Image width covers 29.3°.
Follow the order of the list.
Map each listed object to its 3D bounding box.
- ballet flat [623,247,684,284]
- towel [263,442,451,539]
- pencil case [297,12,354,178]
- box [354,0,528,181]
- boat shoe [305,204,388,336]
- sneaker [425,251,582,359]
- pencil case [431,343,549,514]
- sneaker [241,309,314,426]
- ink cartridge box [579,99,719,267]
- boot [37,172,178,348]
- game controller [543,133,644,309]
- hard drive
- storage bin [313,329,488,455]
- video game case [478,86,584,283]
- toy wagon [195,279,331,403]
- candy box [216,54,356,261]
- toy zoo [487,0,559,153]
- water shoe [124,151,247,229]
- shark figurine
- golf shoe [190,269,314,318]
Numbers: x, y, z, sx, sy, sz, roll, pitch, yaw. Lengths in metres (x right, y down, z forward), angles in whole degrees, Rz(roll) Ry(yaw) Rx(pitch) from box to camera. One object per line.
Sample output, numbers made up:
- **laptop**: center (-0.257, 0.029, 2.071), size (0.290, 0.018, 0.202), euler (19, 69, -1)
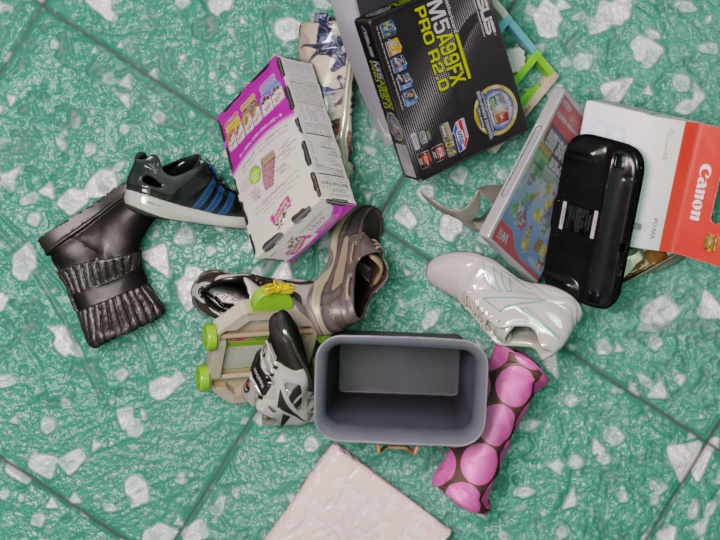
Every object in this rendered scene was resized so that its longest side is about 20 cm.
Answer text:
- **ballet flat**: center (0.352, -0.025, 1.687), size (0.199, 0.064, 0.068), euler (-30, 93, 0)
- **towel**: center (-0.014, 0.347, 1.706), size (0.190, 0.032, 0.201), euler (35, 91, -1)
- **pencil case**: center (-0.039, -0.208, 1.676), size (0.077, 0.089, 0.202), euler (4, 89, -37)
- **box**: center (0.097, -0.228, 1.609), size (0.159, 0.044, 0.202), euler (-25, 110, -18)
- **boat shoe**: center (0.000, 0.000, 1.641), size (0.073, 0.201, 0.075), euler (-4, 135, 27)
- **sneaker**: center (0.164, 0.040, 1.659), size (0.199, 0.071, 0.081), euler (22, 60, 17)
- **pencil case**: center (0.161, 0.194, 1.680), size (0.090, 0.093, 0.201), euler (27, 91, 45)
- **sneaker**: center (-0.099, 0.126, 1.605), size (0.088, 0.201, 0.075), euler (-14, 49, -3)
- **ink cartridge box**: center (0.345, -0.102, 1.615), size (0.199, 0.047, 0.162), euler (19, 108, 33)
- **boot**: center (-0.274, -0.017, 1.682), size (0.210, 0.079, 0.159), euler (-31, 87, 5)
- **game controller**: center (0.274, -0.058, 1.630), size (0.104, 0.042, 0.202), euler (24, 113, 42)
- **hard drive**: center (0.053, -0.265, 1.654), size (0.134, 0.042, 0.202), euler (-29, 109, -22)
- **storage bin**: center (0.048, 0.136, 1.635), size (0.198, 0.134, 0.147), euler (2, 100, 1)
- **video game case**: center (0.222, -0.100, 1.649), size (0.017, 0.143, 0.201), euler (23, 81, 38)
- **toy wagon**: center (-0.113, 0.081, 1.640), size (0.154, 0.040, 0.201), euler (-3, 132, -20)
- **candy box**: center (-0.090, -0.131, 1.622), size (0.136, 0.061, 0.202), euler (-38, 58, 40)
- **toy zoo**: center (0.139, -0.257, 1.659), size (0.200, 0.020, 0.131), euler (44, 81, -26)
- **water shoe**: center (-0.185, -0.097, 1.638), size (0.199, 0.071, 0.080), euler (5, 100, -43)
- **shark figurine**: center (0.163, -0.086, 1.673), size (0.214, 0.089, 0.129), euler (-30, 133, -34)
- **golf shoe**: center (-0.110, 0.044, 1.675), size (0.198, 0.094, 0.079), euler (5, 89, -1)
